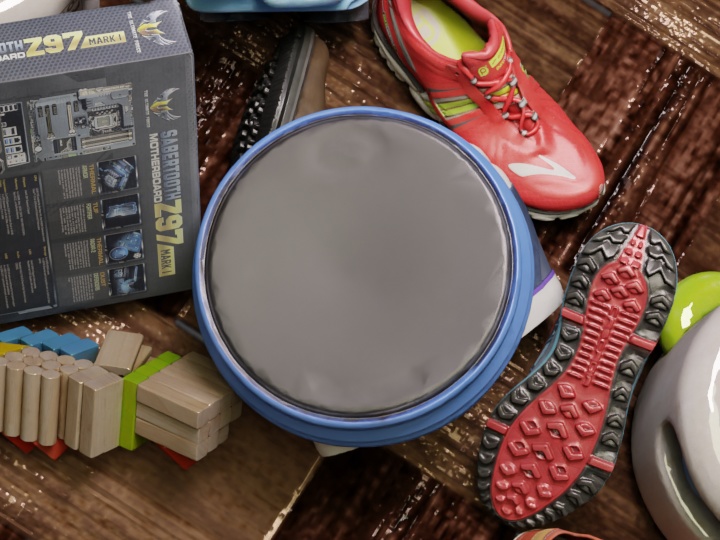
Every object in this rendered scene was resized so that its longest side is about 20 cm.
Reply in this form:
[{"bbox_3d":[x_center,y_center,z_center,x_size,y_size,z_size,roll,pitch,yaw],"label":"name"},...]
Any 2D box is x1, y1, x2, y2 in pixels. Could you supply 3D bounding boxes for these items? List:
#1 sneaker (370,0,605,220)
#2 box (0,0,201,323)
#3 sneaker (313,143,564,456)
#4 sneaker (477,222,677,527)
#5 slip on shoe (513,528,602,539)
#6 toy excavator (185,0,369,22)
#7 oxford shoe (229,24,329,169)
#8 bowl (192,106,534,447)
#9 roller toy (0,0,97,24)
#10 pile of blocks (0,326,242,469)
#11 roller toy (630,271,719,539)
[{"bbox_3d":[0.079,-0.114,1.256,0.077,0.085,0.200,-41,83,-17],"label":"sneaker"},{"bbox_3d":[-0.172,-0.057,1.140,0.157,0.200,0.051,-10,51,-10],"label":"box"},{"bbox_3d":[0.019,0.004,1.201,0.200,0.081,0.147,-34,97,-25],"label":"sneaker"},{"bbox_3d":[0.141,0.067,1.215,0.079,0.096,0.201,30,98,11],"label":"sneaker"},{"bbox_3d":[0.181,0.207,1.190,0.199,0.061,0.074,24,70,-3],"label":"slip on shoe"},{"bbox_3d":[-0.070,-0.193,1.181,0.193,0.200,0.100,-2,101,-10],"label":"toy excavator"},{"bbox_3d":[-0.035,-0.055,1.238,0.084,0.073,0.201,13,72,-23],"label":"oxford shoe"},{"bbox_3d":[0.000,0.000,1.143,0.200,0.039,0.202,-1,77,5],"label":"bowl"},{"bbox_3d":[-0.244,-0.179,1.174,0.199,0.140,0.183,-8,63,-12],"label":"roller toy"},{"bbox_3d":[-0.167,0.079,1.183,0.199,0.082,0.062,10,115,3],"label":"pile of blocks"},{"bbox_3d":[0.267,0.098,1.193,0.199,0.140,0.183,19,72,-4],"label":"roller toy"}]
